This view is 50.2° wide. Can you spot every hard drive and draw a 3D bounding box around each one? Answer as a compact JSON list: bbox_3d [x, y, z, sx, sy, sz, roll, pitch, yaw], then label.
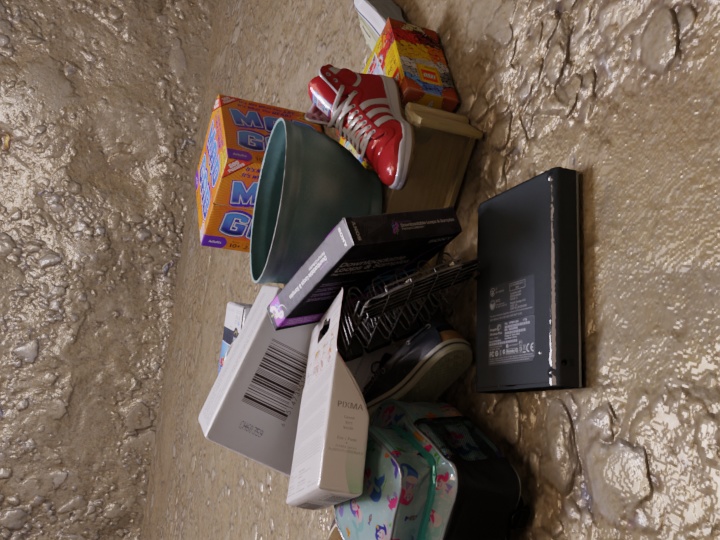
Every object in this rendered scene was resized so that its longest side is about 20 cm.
[{"bbox_3d":[0.159,0.015,0.748,0.139,0.033,0.202,155,119,-65],"label":"hard drive"}]

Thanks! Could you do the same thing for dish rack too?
[{"bbox_3d":[0.043,0.034,0.837,0.055,0.152,0.200,62,162,18],"label":"dish rack"}]

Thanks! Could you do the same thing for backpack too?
[{"bbox_3d":[0.057,0.229,0.791,0.200,0.149,0.179,-130,51,-67],"label":"backpack"}]

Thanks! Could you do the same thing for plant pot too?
[{"bbox_3d":[-0.052,-0.074,0.950,0.200,0.133,0.202,-171,90,-74],"label":"plant pot"}]

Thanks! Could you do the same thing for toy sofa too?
[{"bbox_3d":[0.070,-0.096,0.939,0.098,0.082,0.202,-120,42,-64],"label":"toy sofa"}]

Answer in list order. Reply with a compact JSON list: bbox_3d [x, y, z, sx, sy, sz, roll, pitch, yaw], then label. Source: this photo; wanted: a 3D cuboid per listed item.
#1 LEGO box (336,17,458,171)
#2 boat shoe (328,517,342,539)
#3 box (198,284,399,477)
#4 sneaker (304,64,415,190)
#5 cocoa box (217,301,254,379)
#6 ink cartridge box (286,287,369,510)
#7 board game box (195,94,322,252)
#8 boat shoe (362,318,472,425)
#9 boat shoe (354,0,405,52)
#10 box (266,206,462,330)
[{"bbox_3d":[0.043,-0.210,1.047,0.200,0.077,0.150,121,149,-44],"label":"LEGO box"},{"bbox_3d":[0.011,0.285,0.973,0.063,0.071,0.201,-100,29,-52],"label":"boat shoe"},{"bbox_3d":[-0.073,0.150,0.975,0.200,0.199,0.131,-64,14,-7],"label":"box"},{"bbox_3d":[-0.005,-0.170,0.889,0.201,0.112,0.072,-102,28,-46],"label":"sneaker"},{"bbox_3d":[-0.094,0.125,1.111,0.133,0.198,0.133,-176,94,-70],"label":"cocoa box"},{"bbox_3d":[-0.029,0.140,0.807,0.161,0.050,0.202,127,154,-63],"label":"ink cartridge box"},{"bbox_3d":[-0.185,-0.171,1.429,0.201,0.198,0.201,-106,32,-44],"label":"board game box"},{"bbox_3d":[0.045,0.131,0.885,0.200,0.074,0.062,-46,43,23],"label":"boat shoe"},{"bbox_3d":[0.029,-0.356,1.139,0.062,0.071,0.201,-64,31,33],"label":"boat shoe"},{"bbox_3d":[0.000,0.000,0.830,0.200,0.142,0.036,-47,60,49],"label":"box"}]
